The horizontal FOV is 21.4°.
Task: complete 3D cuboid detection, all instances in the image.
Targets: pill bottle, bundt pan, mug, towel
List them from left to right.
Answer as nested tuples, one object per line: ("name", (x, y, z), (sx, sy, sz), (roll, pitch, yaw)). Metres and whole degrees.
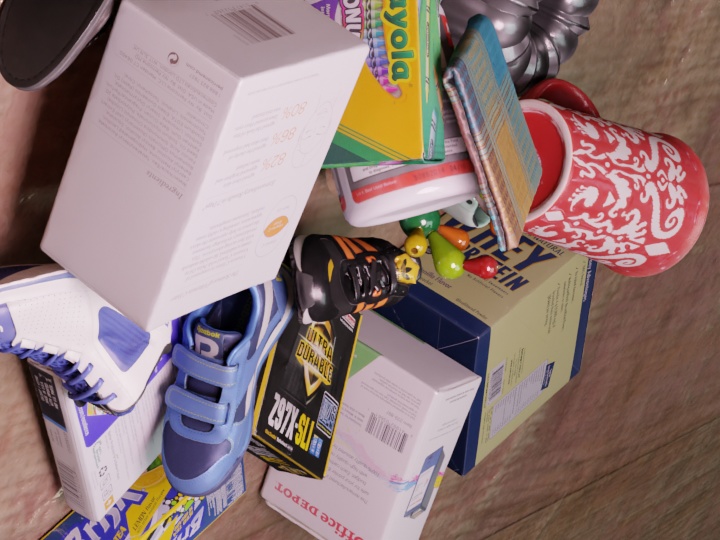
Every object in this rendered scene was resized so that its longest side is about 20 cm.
("pill bottle", (0.020, -0.143, 1.445), (0.116, 0.115, 0.201), (-10, 84, -56))
("towel", (0.100, -0.109, 1.443), (0.200, 0.022, 0.147), (-61, 133, -69))
("bundt pan", (0.150, -0.241, 1.706), (0.202, 0.076, 0.203), (-39, 146, -33))
("mug", (0.182, -0.084, 1.668), (0.200, 0.177, 0.134), (13, 109, -49))

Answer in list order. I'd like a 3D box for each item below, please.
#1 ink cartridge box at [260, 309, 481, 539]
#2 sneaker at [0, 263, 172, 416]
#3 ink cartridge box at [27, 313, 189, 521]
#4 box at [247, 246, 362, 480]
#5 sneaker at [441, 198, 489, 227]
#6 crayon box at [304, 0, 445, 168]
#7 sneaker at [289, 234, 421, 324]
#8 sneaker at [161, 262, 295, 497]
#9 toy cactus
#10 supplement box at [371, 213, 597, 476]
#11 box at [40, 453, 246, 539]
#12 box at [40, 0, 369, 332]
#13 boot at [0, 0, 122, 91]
("ink cartridge box", (0.007, 0.158, 1.794), (0.087, 0.145, 0.201), (-14, 128, -56))
("sneaker", (-0.202, 0.051, 1.338), (0.199, 0.080, 0.116), (-10, 98, -42))
("ink cartridge box", (-0.172, 0.071, 1.512), (0.200, 0.043, 0.199), (-47, 152, -31))
("box", (-0.061, 0.082, 1.637), (0.200, 0.049, 0.160), (49, 54, -67))
("sneaker", (0.080, -0.121, 1.663), (0.074, 0.118, 0.201), (-45, 149, -21))
("crayon box", (-0.006, -0.174, 1.360), (0.058, 0.118, 0.201), (-6, 94, -71))
("sneaker", (0.000, 0.000, 1.546), (0.200, 0.090, 0.070), (-17, 100, -80))
("sneaker", (-0.116, 0.079, 1.499), (0.082, 0.074, 0.201), (26, 81, -71))
("toy cactus", (0.044, -0.085, 1.575), (0.102, 0.164, 0.201), (-7, 88, -60))
("supplement box", (0.120, 0.053, 1.887), (0.200, 0.134, 0.201), (-37, 146, -35))
("box", (-0.189, 0.214, 1.606), (0.200, 0.070, 0.064), (-41, 147, -31))
("box", (-0.106, -0.083, 1.286), (0.152, 0.106, 0.201), (-24, 144, -54))
("boot", (-0.145, -0.174, 1.286), (0.200, 0.069, 0.174), (-57, 152, -9))
